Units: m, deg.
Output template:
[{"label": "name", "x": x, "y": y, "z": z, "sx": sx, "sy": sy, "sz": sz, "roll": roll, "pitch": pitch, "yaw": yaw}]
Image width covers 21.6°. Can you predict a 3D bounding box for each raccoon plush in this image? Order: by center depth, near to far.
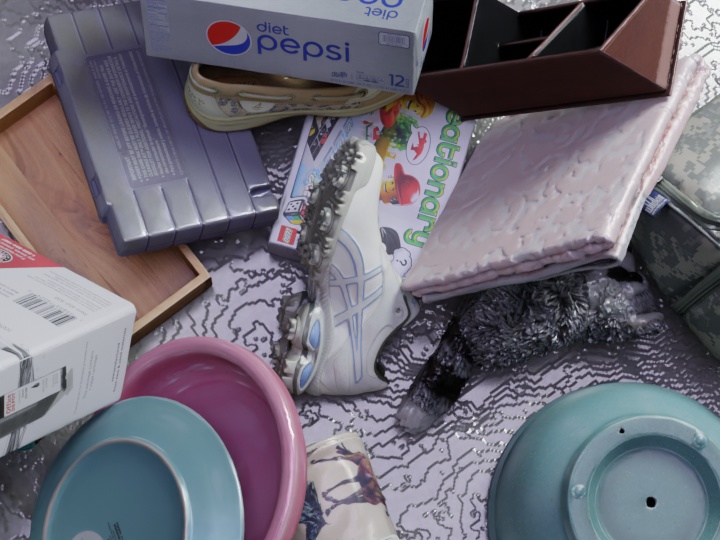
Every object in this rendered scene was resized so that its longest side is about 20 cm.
[{"label": "raccoon plush", "x": 0.132, "y": 0.058, "z": 1.402, "sx": 0.134, "sy": 0.097, "sz": 0.200, "roll": 32, "pitch": 106, "yaw": -7}]

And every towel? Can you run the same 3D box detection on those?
[{"label": "towel", "x": 0.139, "y": -0.063, "z": 1.340, "sx": 0.032, "sy": 0.200, "sz": 0.191, "roll": 47, "pitch": 53, "yaw": -25}]

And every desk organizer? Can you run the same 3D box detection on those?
[{"label": "desk organizer", "x": 0.125, "y": -0.160, "z": 1.339, "sx": 0.077, "sy": 0.200, "sz": 0.072, "roll": 23, "pitch": 73, "yaw": -40}]

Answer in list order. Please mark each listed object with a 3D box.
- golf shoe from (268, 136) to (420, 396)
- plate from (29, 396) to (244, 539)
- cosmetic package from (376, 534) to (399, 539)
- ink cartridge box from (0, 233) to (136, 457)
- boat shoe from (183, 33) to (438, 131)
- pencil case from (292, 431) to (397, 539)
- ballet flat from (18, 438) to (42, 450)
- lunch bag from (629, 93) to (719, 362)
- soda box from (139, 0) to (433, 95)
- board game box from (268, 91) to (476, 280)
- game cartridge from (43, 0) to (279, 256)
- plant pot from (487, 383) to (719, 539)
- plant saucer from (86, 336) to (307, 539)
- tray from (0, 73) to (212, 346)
[{"label": "golf shoe", "x": 0.000, "y": 0.000, "z": 1.376, "sx": 0.097, "sy": 0.078, "sz": 0.200, "roll": 9, "pitch": 114, "yaw": -14}, {"label": "plate", "x": -0.165, "y": 0.185, "z": 1.316, "sx": 0.200, "sy": 0.026, "sz": 0.200, "roll": -10, "pitch": 73, "yaw": 33}, {"label": "cosmetic package", "x": -0.038, "y": 0.263, "z": 1.275, "sx": 0.073, "sy": 0.200, "sz": 0.104, "roll": -13, "pitch": 73, "yaw": -46}, {"label": "ink cartridge box", "x": -0.276, "y": 0.058, "z": 1.296, "sx": 0.147, "sy": 0.200, "sz": 0.083, "roll": 26, "pitch": 119, "yaw": 26}, {"label": "boat shoe", "x": -0.031, "y": -0.152, "z": 1.396, "sx": 0.200, "sy": 0.063, "sz": 0.073, "roll": -18, "pitch": 75, "yaw": -13}, {"label": "pencil case", "x": -0.009, "y": 0.221, "z": 1.346, "sx": 0.089, "sy": 0.078, "sz": 0.200, "roll": -23, "pitch": 78, "yaw": 10}, {"label": "ballet flat", "x": -0.327, "y": 0.086, "z": 1.377, "sx": 0.200, "sy": 0.069, "sz": 0.070, "roll": 7, "pitch": 77, "yaw": 0}, {"label": "lunch bag", "x": 0.292, "y": -0.051, "z": 1.369, "sx": 0.200, "sy": 0.139, "sz": 0.168, "roll": -37, "pitch": 82, "yaw": -21}, {"label": "soda box", "x": -0.051, "y": -0.183, "z": 1.336, "sx": 0.200, "sy": 0.063, "sz": 0.068, "roll": 10, "pitch": 52, "yaw": 9}, {"label": "board game box", "x": 0.017, "y": -0.093, "z": 1.439, "sx": 0.126, "sy": 0.035, "sz": 0.200, "roll": 15, "pitch": 77, "yaw": 2}, {"label": "game cartridge", "x": -0.152, "y": -0.111, "z": 1.412, "sx": 0.129, "sy": 0.038, "sz": 0.200, "roll": -14, "pitch": 68, "yaw": -17}, {"label": "plant pot", "x": 0.195, "y": 0.169, "z": 1.330, "sx": 0.200, "sy": 0.134, "sz": 0.201, "roll": 0, "pitch": 78, "yaw": -1}, {"label": "plant saucer", "x": -0.113, "y": 0.149, "z": 1.334, "sx": 0.200, "sy": 0.051, "sz": 0.201, "roll": -10, "pitch": 72, "yaw": 33}, {"label": "tray", "x": -0.211, "y": -0.040, "z": 1.421, "sx": 0.099, "sy": 0.037, "sz": 0.200, "roll": -37, "pitch": 82, "yaw": -9}]
